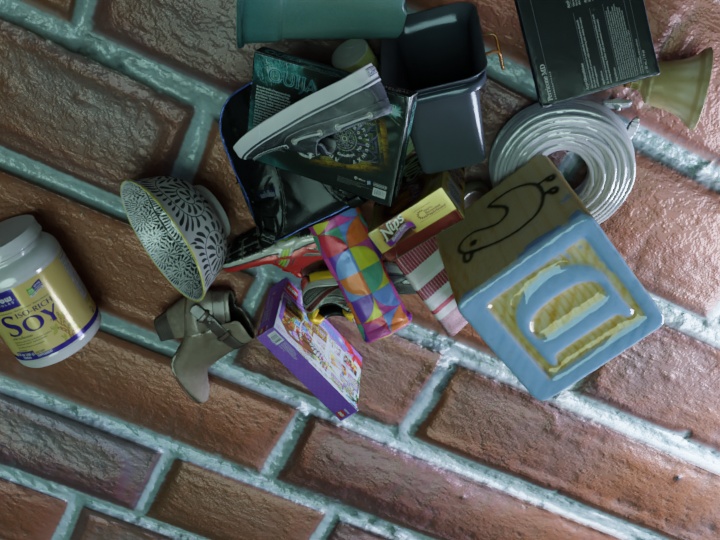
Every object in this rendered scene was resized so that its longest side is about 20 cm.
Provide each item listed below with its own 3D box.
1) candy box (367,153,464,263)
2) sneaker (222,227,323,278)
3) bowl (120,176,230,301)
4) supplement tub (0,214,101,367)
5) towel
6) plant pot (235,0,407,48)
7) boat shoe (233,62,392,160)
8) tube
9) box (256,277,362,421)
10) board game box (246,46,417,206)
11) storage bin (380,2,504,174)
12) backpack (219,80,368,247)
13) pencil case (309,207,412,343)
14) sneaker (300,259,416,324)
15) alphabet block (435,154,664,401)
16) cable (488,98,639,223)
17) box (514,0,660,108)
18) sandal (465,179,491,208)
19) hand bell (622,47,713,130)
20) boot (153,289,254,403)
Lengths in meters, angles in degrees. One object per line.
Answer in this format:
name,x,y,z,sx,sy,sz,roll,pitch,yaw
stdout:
candy box,0.079,-0.101,1.069,0.116,0.200,0.057,-31,112,22
sneaker,-0.118,-0.021,1.211,0.198,0.077,0.085,-13,125,13
bowl,-0.251,-0.064,1.162,0.094,0.200,0.202,-36,122,-25
supplement tub,-0.506,0.031,1.231,0.144,0.146,0.201,-15,120,13
towel,0.132,-0.018,1.183,0.144,0.023,0.200,-41,114,-8
plant pot,-0.043,-0.357,0.937,0.194,0.201,0.201,2,122,-6
boat shoe,-0.054,-0.157,0.894,0.199,0.072,0.068,-23,102,26
tube,0.028,-0.216,1.055,0.058,0.052,0.200,-7,145,23
box,-0.075,0.123,1.258,0.039,0.137,0.200,-33,114,21
board game box,-0.039,-0.169,0.936,0.199,0.028,0.136,21,122,16
storage bin,0.111,-0.226,1.004,0.144,0.201,0.135,-11,132,11
backpack,-0.084,-0.164,1.067,0.182,0.147,0.201,-23,99,17
pencil case,0.000,0.000,1.135,0.088,0.088,0.201,-22,97,17
sneaker,0.007,0.040,1.222,0.198,0.083,0.078,-10,152,14
alphabet block,0.234,0.006,1.030,0.195,0.200,0.197,-35,115,13
cable,0.278,-0.138,1.107,0.198,0.069,0.201,3,122,2
box,0.261,-0.313,0.961,0.140,0.079,0.201,-14,99,10
sandal,0.174,-0.029,1.155,0.080,0.054,0.202,-10,106,-19
hand bell,0.340,-0.247,1.038,0.198,0.104,0.105,10,123,12
boot,-0.242,0.123,1.312,0.145,0.070,0.201,-16,120,11
